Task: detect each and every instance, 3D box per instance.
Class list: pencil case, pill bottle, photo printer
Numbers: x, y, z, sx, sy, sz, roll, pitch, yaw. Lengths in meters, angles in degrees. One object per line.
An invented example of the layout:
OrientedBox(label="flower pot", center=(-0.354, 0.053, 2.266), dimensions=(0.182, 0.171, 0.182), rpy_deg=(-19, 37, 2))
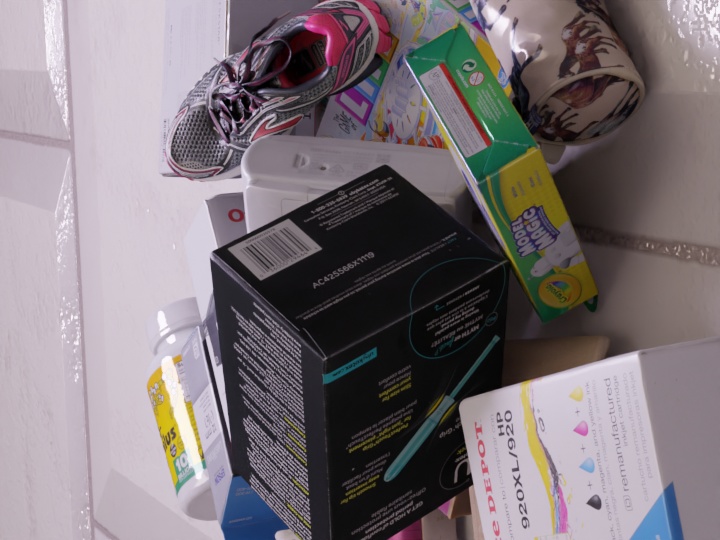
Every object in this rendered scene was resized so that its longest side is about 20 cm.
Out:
OrientedBox(label="pencil case", center=(0.108, -0.172, 1.085), dimensions=(0.089, 0.077, 0.201), rpy_deg=(-40, 56, 30))
OrientedBox(label="pill bottle", center=(-0.147, 0.132, 1.640), dimensions=(0.113, 0.112, 0.202), rpy_deg=(-58, 44, 51))
OrientedBox(label="photo printer", center=(0.000, 0.000, 1.228), dimensions=(0.070, 0.164, 0.201), rpy_deg=(-75, -13, -47))

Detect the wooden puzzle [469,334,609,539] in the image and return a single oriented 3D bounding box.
OrientedBox(label="wooden puzzle", center=(0.131, 0.147, 1.147), dimensions=(0.185, 0.046, 0.202), rpy_deg=(171, 97, -64))

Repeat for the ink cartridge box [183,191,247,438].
OrientedBox(label="ink cartridge box", center=(-0.051, 0.040, 1.383), dimensions=(0.084, 0.144, 0.202), rpy_deg=(130, 129, -57))

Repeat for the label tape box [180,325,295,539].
OrientedBox(label="label tape box", center=(-0.059, 0.141, 1.422), dimensions=(0.066, 0.142, 0.202), rpy_deg=(-51, 50, 56))

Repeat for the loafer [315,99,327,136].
OrientedBox(label="loafer", center=(-0.034, -0.134, 1.407), dimensions=(0.201, 0.062, 0.072), rpy_deg=(64, 147, 37))

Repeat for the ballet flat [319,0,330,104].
OrientedBox(label="ballet flat", center=(-0.029, -0.215, 1.382), dimensions=(0.063, 0.067, 0.201), rpy_deg=(-56, 45, 39))

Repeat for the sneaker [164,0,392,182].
OrientedBox(label="sneaker", center=(-0.072, -0.132, 1.200), dimensions=(0.199, 0.075, 0.081), rpy_deg=(-36, 86, 29))

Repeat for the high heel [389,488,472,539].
OrientedBox(label="high heel", center=(0.035, 0.218, 1.319), dimensions=(0.096, 0.067, 0.202), rpy_deg=(35, 122, 45))

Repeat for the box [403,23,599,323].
OrientedBox(label="box", center=(0.095, -0.052, 1.067), dimensions=(0.118, 0.048, 0.200), rpy_deg=(63, -175, 36))

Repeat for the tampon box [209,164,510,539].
OrientedBox(label="tampon box", center=(0.000, 0.065, 1.110), dimensions=(0.126, 0.149, 0.201), rpy_deg=(41, 146, 37))

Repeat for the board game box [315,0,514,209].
OrientedBox(label="board game box", center=(0.044, -0.118, 1.220), dimensions=(0.134, 0.034, 0.201), rpy_deg=(43, 138, 19))

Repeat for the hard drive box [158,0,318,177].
OrientedBox(label="hard drive box", center=(-0.103, -0.153, 1.361), dimensions=(0.200, 0.076, 0.158), rpy_deg=(-171, 83, -69))

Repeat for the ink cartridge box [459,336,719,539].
OrientedBox(label="ink cartridge box", center=(0.171, 0.121, 0.937), dimensions=(0.200, 0.143, 0.149), rpy_deg=(-25, 73, 64))
